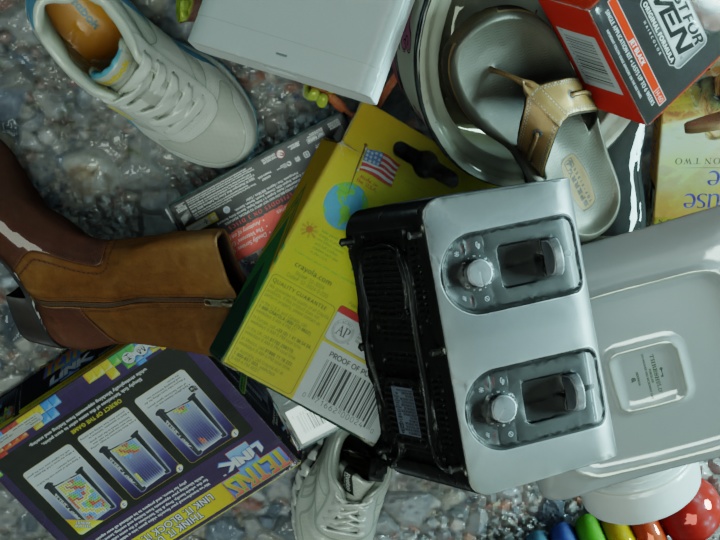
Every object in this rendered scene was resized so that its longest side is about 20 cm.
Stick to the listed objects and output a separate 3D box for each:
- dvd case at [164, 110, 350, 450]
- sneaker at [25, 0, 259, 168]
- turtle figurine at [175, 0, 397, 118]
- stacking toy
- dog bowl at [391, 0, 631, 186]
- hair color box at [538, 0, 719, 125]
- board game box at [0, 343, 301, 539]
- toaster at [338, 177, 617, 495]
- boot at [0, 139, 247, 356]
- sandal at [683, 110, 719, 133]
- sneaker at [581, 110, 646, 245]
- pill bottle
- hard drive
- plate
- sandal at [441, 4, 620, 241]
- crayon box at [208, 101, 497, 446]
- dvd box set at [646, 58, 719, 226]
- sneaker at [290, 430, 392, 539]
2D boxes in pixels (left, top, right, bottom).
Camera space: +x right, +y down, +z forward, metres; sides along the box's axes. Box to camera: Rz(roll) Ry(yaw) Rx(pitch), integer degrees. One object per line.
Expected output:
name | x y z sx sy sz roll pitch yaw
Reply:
dvd case | -0.028 0.008 1.379 0.145 0.022 0.201 -28 96 7
sneaker | -0.152 -0.133 1.339 0.200 0.081 0.076 39 109 -22
turtle figurine | -0.041 -0.209 1.311 0.160 0.064 0.202 6 110 -7
stacking toy | 0.196 0.224 1.550 0.199 0.086 0.086 -26 116 5
dog bowl | 0.105 -0.161 1.300 0.199 0.074 0.202 -12 116 -27
hair color box | 0.218 -0.200 1.271 0.200 0.061 0.102 -44 125 -14
board game box | -0.170 0.128 1.492 0.199 0.057 0.166 -32 117 14
toaster | 0.070 0.041 1.233 0.118 0.200 0.183 -10 92 -17
boot | -0.180 -0.016 1.354 0.198 0.068 0.190 2 121 33
sandal | 0.314 -0.150 1.329 0.210 0.078 0.070 -13 98 -6
sneaker | 0.109 -0.068 1.399 0.198 0.075 0.107 5 88 13
pill bottle | 0.191 0.082 1.447 0.113 0.114 0.201 -13 117 5
hard drive | -0.016 -0.219 1.243 0.131 0.026 0.202 18 84 18
plate | 0.198 0.067 1.356 0.198 0.032 0.201 -15 118 9
sandal | 0.122 -0.090 1.260 0.082 0.055 0.201 -40 125 -12
crayon box | 0.000 0.000 1.324 0.126 0.051 0.201 30 88 -17
dvd box set | 0.282 -0.119 1.390 0.145 0.029 0.202 0 118 -2
sneaker | -0.010 0.166 1.505 0.074 0.081 0.202 7 119 -8
